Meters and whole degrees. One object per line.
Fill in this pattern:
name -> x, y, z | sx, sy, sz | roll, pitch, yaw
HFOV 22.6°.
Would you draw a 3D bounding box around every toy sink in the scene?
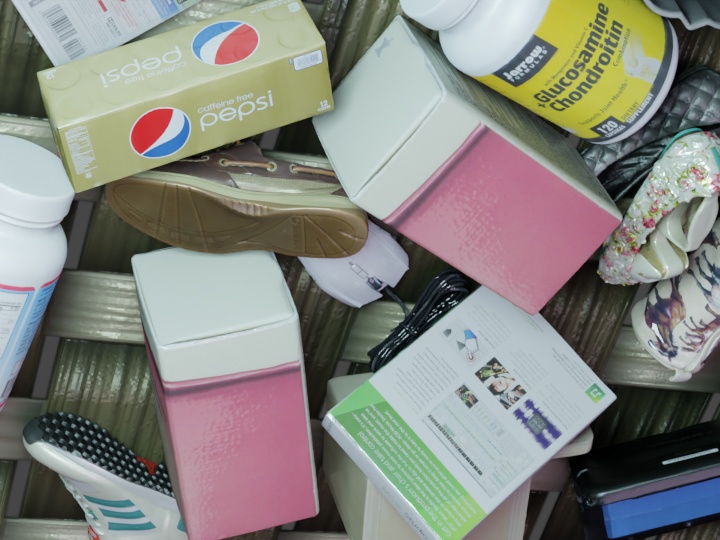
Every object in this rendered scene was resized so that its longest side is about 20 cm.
toy sink -> 0.080, 0.160, 1.530 | 0.199, 0.131, 0.113 | -7, 126, -15

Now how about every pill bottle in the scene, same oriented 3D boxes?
pill bottle -> 0.129, -0.179, 1.322 | 0.199, 0.112, 0.112 | 24, 113, -31
pill bottle -> -0.279, 0.007, 1.314 | 0.108, 0.109, 0.201 | 14, 117, -27

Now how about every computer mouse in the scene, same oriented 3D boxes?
computer mouse -> 0.000, 0.000, 1.445 | 0.109, 0.044, 0.200 | -39, 127, 11

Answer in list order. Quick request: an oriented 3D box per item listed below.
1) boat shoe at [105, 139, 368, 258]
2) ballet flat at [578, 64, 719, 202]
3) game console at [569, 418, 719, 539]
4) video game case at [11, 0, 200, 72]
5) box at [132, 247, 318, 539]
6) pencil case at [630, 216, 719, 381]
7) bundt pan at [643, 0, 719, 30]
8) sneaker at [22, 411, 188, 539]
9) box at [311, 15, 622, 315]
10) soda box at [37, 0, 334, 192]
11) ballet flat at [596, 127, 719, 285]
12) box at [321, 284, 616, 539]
boat shoe -> -0.090, -0.060, 1.360 | 0.198, 0.072, 0.072 | 6, 139, 3
ballet flat -> 0.219, -0.085, 1.445 | 0.200, 0.057, 0.066 | -42, 153, 12
game console -> 0.299, 0.204, 1.631 | 0.199, 0.176, 0.117 | -15, 100, 2
video game case -> -0.155, -0.237, 1.244 | 0.199, 0.018, 0.144 | -28, 127, 2
box -> -0.105, 0.091, 1.409 | 0.108, 0.128, 0.201 | -12, 126, -10
pencil case -> 0.316, 0.002, 1.519 | 0.078, 0.090, 0.200 | 23, 119, -36
bundt pan -> 0.267, -0.281, 1.320 | 0.200, 0.076, 0.203 | -9, 125, -13
sneaker -> -0.208, 0.193, 1.490 | 0.199, 0.070, 0.094 | 31, 104, -36
box -> 0.080, -0.077, 1.365 | 0.199, 0.128, 0.109 | 31, 110, -32
soda box -> -0.124, -0.128, 1.287 | 0.199, 0.068, 0.064 | -18, 137, -11
ballet flat -> 0.244, -0.033, 1.449 | 0.075, 0.064, 0.200 | -18, 152, -23
box -> 0.087, 0.112, 1.443 | 0.200, 0.144, 0.036 | -37, 169, -25
